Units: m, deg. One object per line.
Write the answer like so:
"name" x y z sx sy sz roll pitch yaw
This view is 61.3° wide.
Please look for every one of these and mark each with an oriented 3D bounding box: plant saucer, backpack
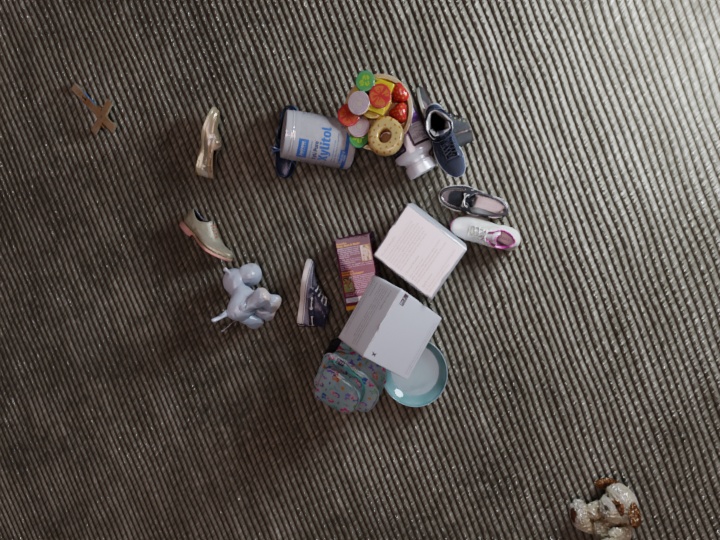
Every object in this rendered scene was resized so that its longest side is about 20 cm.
"plant saucer" 0.156 0.291 1.761 0.194 0.036 0.207 1 96 11
"backpack" -0.028 0.313 1.737 0.196 0.152 0.180 26 132 1

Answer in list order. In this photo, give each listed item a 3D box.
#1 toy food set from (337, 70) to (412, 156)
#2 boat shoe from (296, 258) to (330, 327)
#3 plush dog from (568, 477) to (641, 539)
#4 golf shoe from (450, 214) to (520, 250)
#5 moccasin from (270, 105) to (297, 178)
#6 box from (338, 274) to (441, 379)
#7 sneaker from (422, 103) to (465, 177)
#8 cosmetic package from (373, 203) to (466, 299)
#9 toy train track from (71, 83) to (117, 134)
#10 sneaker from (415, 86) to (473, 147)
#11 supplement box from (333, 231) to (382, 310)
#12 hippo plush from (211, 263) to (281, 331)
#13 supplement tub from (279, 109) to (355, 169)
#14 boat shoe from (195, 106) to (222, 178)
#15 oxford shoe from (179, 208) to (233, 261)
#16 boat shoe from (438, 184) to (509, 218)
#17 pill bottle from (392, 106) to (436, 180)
"toy food set" 0.040 -0.410 1.581 0.194 0.049 0.205 22 98 13
"boat shoe" -0.129 0.071 1.779 0.090 0.075 0.206 9 106 3
"plush dog" 0.694 0.666 1.649 0.156 0.200 0.176 8 111 -23
"golf shoe" 0.339 -0.104 1.651 0.194 0.091 0.078 13 101 11
"moccasin" -0.222 -0.370 1.740 0.078 0.068 0.206 4 98 10
"box" 0.081 0.155 1.644 0.130 0.198 0.202 29 87 50
"sneaker" 0.218 -0.325 1.562 0.075 0.147 0.206 -24 104 10
"cosmetic package" 0.166 -0.057 1.652 0.198 0.166 0.169 37 102 4
"toy train track" -0.810 -0.498 1.862 0.200 0.032 0.115 44 110 9
"sneaker" 0.227 -0.419 1.650 0.104 0.075 0.204 -26 101 9
"supplement box" 0.000 0.000 1.731 0.107 0.086 0.206 -9 95 12
"hippo plush" -0.342 0.074 1.801 0.196 0.160 0.163 -24 61 -2
"supplement tub" -0.116 -0.357 1.659 0.194 0.132 0.136 6 99 -14
"boat shoe" -0.434 -0.374 1.784 0.063 0.072 0.205 15 102 0
"oxford shoe" -0.452 -0.105 1.817 0.198 0.071 0.074 38 99 4
"boat shoe" 0.309 -0.186 1.661 0.195 0.060 0.076 19 101 8
"pill bottle" 0.127 -0.357 1.651 0.109 0.111 0.204 -26 91 13
